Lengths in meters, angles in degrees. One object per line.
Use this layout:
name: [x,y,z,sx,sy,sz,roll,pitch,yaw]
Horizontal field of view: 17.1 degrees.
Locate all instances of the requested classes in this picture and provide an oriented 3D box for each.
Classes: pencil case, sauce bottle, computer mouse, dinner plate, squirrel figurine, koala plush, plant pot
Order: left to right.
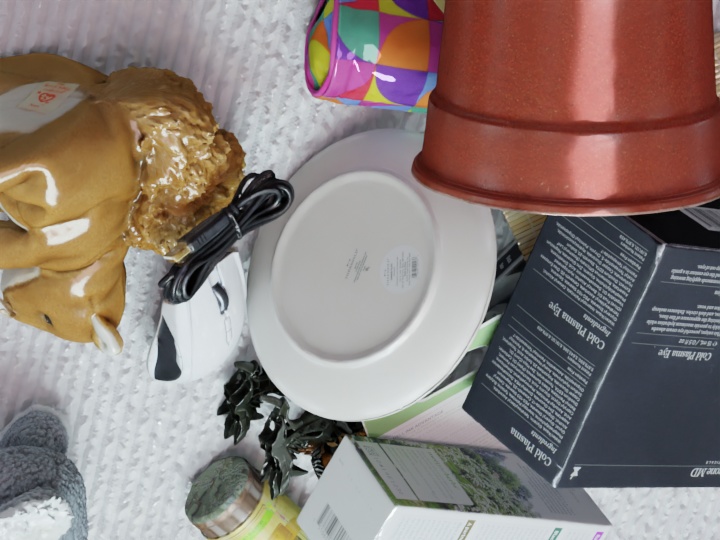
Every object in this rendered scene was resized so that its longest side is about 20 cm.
koala plush: [-0.261,0.197,1.650,0.184,0.177,0.200,33,110,-15]
squirrel figurine: [-0.167,-0.038,1.565,0.200,0.142,0.187,-13,126,-3]
computer mouse: [-0.098,0.021,1.605,0.110,0.044,0.200,-46,167,-29]
sauce bottle: [-0.043,0.217,1.766,0.065,0.065,0.200,-41,118,10]
dinner plate: [0.000,0.000,1.590,0.200,0.200,0.024,-48,147,14]
pencil case: [0.063,-0.143,1.591,0.200,0.088,0.089,5,116,-17]
plant pot: [0.133,-0.152,1.455,0.200,0.201,0.196,-3,107,-11]

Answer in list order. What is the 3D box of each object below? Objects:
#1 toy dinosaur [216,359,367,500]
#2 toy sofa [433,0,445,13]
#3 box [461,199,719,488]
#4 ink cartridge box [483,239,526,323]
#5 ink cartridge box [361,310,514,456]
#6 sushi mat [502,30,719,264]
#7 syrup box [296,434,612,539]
toy dinosaur: [-0.022,0.094,1.707,0.136,0.102,0.200,-13,102,-23]
toy sofa: [0.006,-0.242,1.487,0.200,0.083,0.098,20,117,-42]
box: [0.198,0.044,1.616,0.200,0.104,0.182,6,114,-43]
ink cartridge box: [0.205,0.013,1.727,0.198,0.043,0.200,39,103,-26]
ink cartridge box: [0.070,0.106,1.679,0.145,0.048,0.200,-29,134,-8]
sushi mat: [0.186,-0.082,1.655,0.200,0.012,0.096,-26,87,-3]
syrup box: [0.067,0.174,1.643,0.200,0.079,0.082,10,119,-38]
